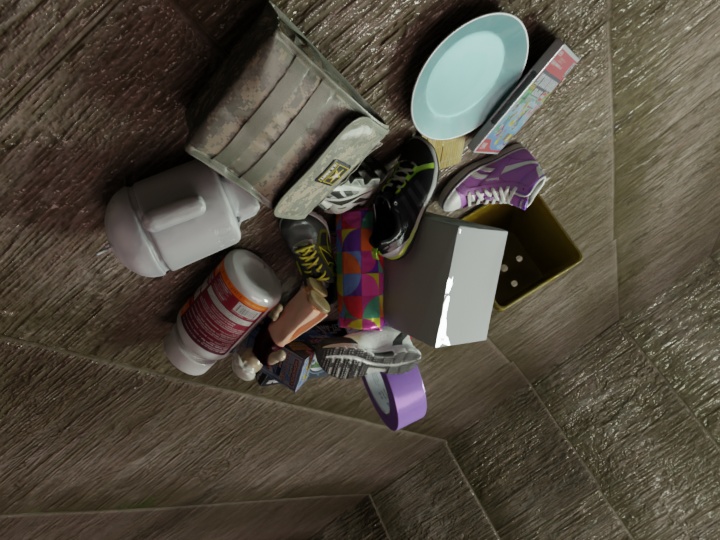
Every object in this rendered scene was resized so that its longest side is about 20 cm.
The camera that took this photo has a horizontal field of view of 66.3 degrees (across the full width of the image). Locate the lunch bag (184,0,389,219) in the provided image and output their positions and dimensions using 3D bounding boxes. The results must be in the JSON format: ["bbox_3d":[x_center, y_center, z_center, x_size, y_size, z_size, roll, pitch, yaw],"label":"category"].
[{"bbox_3d":[-0.077,-0.160,0.635,0.164,0.119,0.199,-42,129,19],"label":"lunch bag"}]

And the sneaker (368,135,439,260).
[{"bbox_3d":[0.063,-0.112,0.842,0.082,0.071,0.205,16,87,-52],"label":"sneaker"}]

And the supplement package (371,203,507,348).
[{"bbox_3d":[0.116,0.002,0.944,0.145,0.198,0.197,1,104,-43],"label":"supplement package"}]

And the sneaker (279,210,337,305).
[{"bbox_3d":[-0.071,-0.017,0.901,0.073,0.086,0.201,-20,142,8],"label":"sneaker"}]

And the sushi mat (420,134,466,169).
[{"bbox_3d":[0.136,-0.232,0.877,0.094,0.012,0.202,-22,148,-15],"label":"sushi mat"}]

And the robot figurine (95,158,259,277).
[{"bbox_3d":[-0.225,-0.065,0.681,0.196,0.115,0.169,-25,-177,-12],"label":"robot figurine"}]

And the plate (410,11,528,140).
[{"bbox_3d":[0.152,-0.277,0.790,0.196,0.026,0.202,-24,149,-15],"label":"plate"}]

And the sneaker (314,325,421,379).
[{"bbox_3d":[0.007,0.134,0.950,0.196,0.081,0.075,7,129,-31],"label":"sneaker"}]

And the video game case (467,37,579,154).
[{"bbox_3d":[0.266,-0.273,0.896,0.201,0.018,0.142,-50,164,28],"label":"video game case"}]

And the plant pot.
[{"bbox_3d":[0.319,-0.030,1.182,0.197,0.203,0.177,-30,161,-1],"label":"plant pot"}]

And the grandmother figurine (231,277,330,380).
[{"bbox_3d":[-0.131,0.104,0.871,0.199,0.122,0.060,-42,112,17],"label":"grandmother figurine"}]

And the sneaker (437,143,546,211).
[{"bbox_3d":[0.246,-0.145,1.009,0.197,0.116,0.073,-30,152,-1],"label":"sneaker"}]

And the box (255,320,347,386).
[{"bbox_3d":[-0.116,0.180,1.213,0.197,0.044,0.161,1,136,-44],"label":"box"}]

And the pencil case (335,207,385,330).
[{"bbox_3d":[0.000,0.000,0.902,0.086,0.206,0.088,0,-178,0],"label":"pencil case"}]

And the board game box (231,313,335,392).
[{"bbox_3d":[-0.128,0.139,0.983,0.197,0.198,0.063,8,106,-47],"label":"board game box"}]

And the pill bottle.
[{"bbox_3d":[-0.224,0.071,0.885,0.200,0.111,0.109,-44,148,20],"label":"pill bottle"}]

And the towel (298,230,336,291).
[{"bbox_3d":[-0.033,-0.003,1.038,0.144,0.030,0.202,-8,142,-35],"label":"towel"}]

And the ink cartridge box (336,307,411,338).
[{"bbox_3d":[0.058,0.099,1.217,0.144,0.084,0.200,-36,150,10],"label":"ink cartridge box"}]

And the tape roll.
[{"bbox_3d":[0.055,0.205,1.084,0.064,0.202,0.202,-20,149,-16],"label":"tape roll"}]

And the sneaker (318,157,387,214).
[{"bbox_3d":[-0.051,-0.118,0.807,0.196,0.075,0.089,-3,138,-40],"label":"sneaker"}]
